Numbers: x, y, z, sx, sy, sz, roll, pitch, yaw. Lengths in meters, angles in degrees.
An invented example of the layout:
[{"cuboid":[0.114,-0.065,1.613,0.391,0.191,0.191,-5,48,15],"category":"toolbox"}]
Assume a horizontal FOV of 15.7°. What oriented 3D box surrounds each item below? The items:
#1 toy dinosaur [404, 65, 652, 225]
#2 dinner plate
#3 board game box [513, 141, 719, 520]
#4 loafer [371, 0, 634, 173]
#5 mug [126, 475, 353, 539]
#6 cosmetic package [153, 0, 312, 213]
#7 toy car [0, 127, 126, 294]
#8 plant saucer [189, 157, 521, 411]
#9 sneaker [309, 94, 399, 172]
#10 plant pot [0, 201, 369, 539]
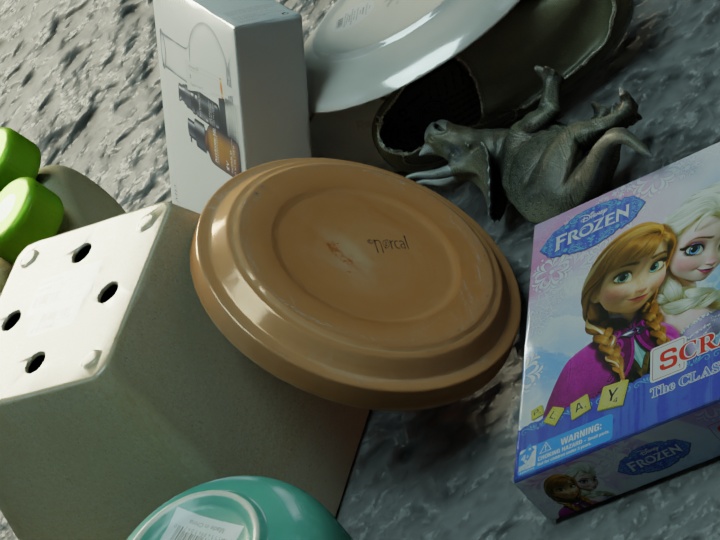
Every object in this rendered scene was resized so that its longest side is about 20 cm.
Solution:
[{"cuboid":[0.123,-0.063,1.570,0.200,0.077,0.103,25,83,54],"category":"toy dinosaur"},{"cuboid":[0.031,-0.171,1.681,0.199,0.024,0.200,-29,23,14],"category":"dinner plate"},{"cuboid":[0.180,0.019,1.425,0.199,0.041,0.200,-25,37,28],"category":"board game box"},{"cuboid":[0.088,-0.125,1.646,0.200,0.075,0.070,-39,-2,17],"category":"loafer"},{"cuboid":[-0.082,0.195,1.422,0.184,0.115,0.152,-27,39,7],"category":"mug"},{"cuboid":[-0.082,-0.086,1.707,0.051,0.201,0.151,-12,23,-20],"category":"cosmetic package"},{"cuboid":[-0.231,0.037,1.775,0.200,0.164,0.158,-49,31,11],"category":"toy car"},{"cuboid":[0.000,0.000,1.526,0.201,0.199,0.032,-90,16,-49],"category":"plant saucer"},{"cuboid":[0.010,-0.111,1.729,0.199,0.085,0.073,-26,34,25],"category":"sneaker"},{"cuboid":[-0.128,0.075,1.585,0.199,0.177,0.201,-15,43,38],"category":"plant pot"}]
